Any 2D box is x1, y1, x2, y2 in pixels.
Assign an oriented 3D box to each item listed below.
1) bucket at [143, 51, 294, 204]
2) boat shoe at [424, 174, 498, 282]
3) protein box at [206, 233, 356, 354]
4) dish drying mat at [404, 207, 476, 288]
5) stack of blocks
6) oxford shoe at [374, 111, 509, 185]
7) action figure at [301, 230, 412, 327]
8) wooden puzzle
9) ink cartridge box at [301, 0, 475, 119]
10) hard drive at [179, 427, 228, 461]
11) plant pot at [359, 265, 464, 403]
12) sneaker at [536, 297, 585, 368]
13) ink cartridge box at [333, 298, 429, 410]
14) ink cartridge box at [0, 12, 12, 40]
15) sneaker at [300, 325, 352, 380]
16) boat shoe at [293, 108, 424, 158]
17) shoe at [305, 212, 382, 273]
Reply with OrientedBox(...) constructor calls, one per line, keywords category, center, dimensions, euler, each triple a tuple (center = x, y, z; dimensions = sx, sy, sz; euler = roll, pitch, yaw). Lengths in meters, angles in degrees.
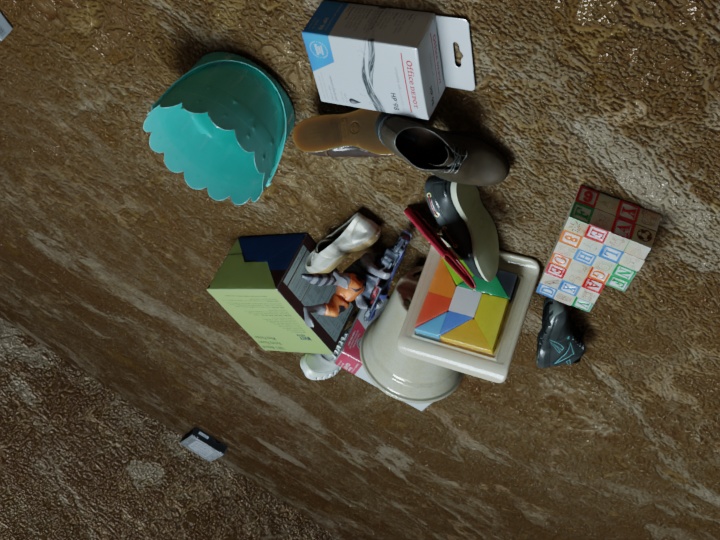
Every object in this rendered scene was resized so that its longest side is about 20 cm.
OrientedBox(category="bucket", center=(-0.204, -0.216, 1.250), dimensions=(0.205, 0.136, 0.208), euler=(21, 151, 12))
OrientedBox(category="boat shoe", center=(0.156, -0.065, 1.250), dimensions=(0.063, 0.074, 0.202), euler=(1, 136, 37))
OrientedBox(category="protein box", center=(-0.147, 0.047, 1.619), dimensions=(0.197, 0.136, 0.200), euler=(-1, 139, 40))
OrientedBox(category="dish drying mat", center=(0.119, -0.039, 1.254), dimensions=(0.077, 0.018, 0.200), euler=(46, -174, -26))
OrientedBox(category="stack of blocks", center=(0.333, -0.020, 1.184), dimensions=(0.114, 0.059, 0.201), euler=(22, 150, 10))
OrientedBox(category="oxford shoe", center=(0.116, -0.148, 1.099), dimensions=(0.198, 0.085, 0.073), euler=(14, 114, -21))
OrientedBox(category="action figure", center=(0.000, 0.000, 1.393), dimensions=(0.104, 0.193, 0.201), euler=(38, 122, 19))
OrientedBox(category="wooden puzzle", center=(0.168, 0.056, 1.308), dimensions=(0.183, 0.202, 0.037), euler=(14, 167, 22))
OrientedBox(category="ink cartridge box", center=(0.037, -0.262, 1.044), dimensions=(0.198, 0.067, 0.116), euler=(14, 147, 23))
OrientedBox(category="hard drive", center=(-0.567, 0.630, 3.001), dimensions=(0.139, 0.038, 0.200), euler=(35, 151, -11))
OrientedBox(category="plant pot", center=(0.110, 0.097, 1.453), dimensions=(0.199, 0.201, 0.184), euler=(23, 139, 8))
OrientedBox(category="sneaker", center=(0.336, 0.102, 1.382), dimensions=(0.078, 0.076, 0.201), euler=(5, 153, 11))
OrientedBox(category="ink cartridge box", center=(0.071, 0.155, 1.594), dimensions=(0.199, 0.146, 0.084), euler=(28, 152, -1))
OrientedBox(category="ink cartridge box", center=(-0.691, -0.436, 1.415), dimensions=(0.198, 0.039, 0.100), euler=(7, 146, 34))
OrientedBox(category="sneaker", center=(-0.035, 0.150, 1.656), dimensions=(0.075, 0.199, 0.081), euler=(53, 145, 16))
OrientedBox(category="boat shoe", center=(0.006, -0.196, 1.183), dimensions=(0.198, 0.071, 0.070), euler=(4, -179, 21))
OrientedBox(category="shoe", center=(-0.041, -0.048, 1.450), dimensions=(0.053, 0.070, 0.199), euler=(38, 141, -21))
